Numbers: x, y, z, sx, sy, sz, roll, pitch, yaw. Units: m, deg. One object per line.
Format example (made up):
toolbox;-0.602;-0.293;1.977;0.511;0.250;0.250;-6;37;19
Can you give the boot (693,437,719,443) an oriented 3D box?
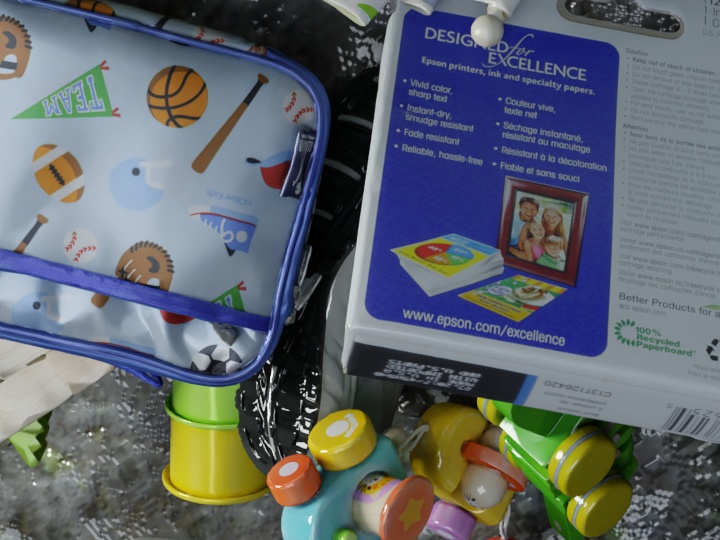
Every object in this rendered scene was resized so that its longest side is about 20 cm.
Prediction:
boot;0.106;0.019;0.747;0.200;0.096;0.074;41;115;-3

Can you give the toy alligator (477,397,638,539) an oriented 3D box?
toy alligator;0.101;0.084;0.744;0.054;0.201;0.059;-40;53;-8

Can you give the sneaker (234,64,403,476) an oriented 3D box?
sneaker;0.000;0.000;0.791;0.074;0.079;0.202;25;105;45

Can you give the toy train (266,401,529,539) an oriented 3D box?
toy train;0.038;0.137;0.776;0.055;0.199;0.152;7;90;45

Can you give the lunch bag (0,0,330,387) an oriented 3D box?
lunch bag;-0.110;-0.034;0.726;0.198;0.076;0.162;15;97;-8

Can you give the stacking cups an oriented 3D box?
stacking cups;-0.068;0.010;0.820;0.060;0.061;0.202;6;106;13

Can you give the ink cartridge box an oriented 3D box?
ink cartridge box;0.099;-0.036;0.682;0.195;0.202;0.047;10;146;-2

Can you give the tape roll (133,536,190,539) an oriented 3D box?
tape roll;-0.100;0.234;0.828;0.037;0.203;0.205;1;111;14

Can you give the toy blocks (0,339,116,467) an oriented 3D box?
toy blocks;-0.161;-0.018;0.797;0.136;0.100;0.201;-31;104;8

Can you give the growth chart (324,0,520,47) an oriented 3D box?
growth chart;-0.004;-0.169;0.705;0.198;0.018;0.146;24;70;6
